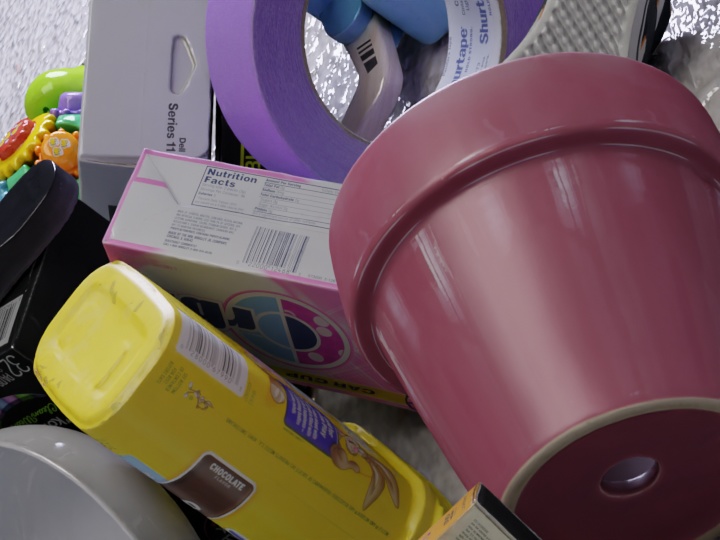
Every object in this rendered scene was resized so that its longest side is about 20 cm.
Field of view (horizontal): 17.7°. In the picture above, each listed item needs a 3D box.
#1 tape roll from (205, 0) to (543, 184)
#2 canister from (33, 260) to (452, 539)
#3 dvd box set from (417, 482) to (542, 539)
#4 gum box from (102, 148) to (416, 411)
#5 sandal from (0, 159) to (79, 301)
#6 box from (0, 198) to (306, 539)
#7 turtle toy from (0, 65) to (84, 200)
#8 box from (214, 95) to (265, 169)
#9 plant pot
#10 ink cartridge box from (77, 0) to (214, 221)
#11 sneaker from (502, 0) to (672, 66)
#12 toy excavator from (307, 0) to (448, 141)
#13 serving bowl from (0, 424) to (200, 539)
[{"bbox_3d":[0.012,-0.139,1.367,0.200,0.200,0.066,-58,27,-12],"label":"tape roll"},{"bbox_3d":[-0.063,0.089,1.209,0.087,0.200,0.149,-52,27,-1],"label":"canister"},{"bbox_3d":[0.032,0.207,0.984,0.200,0.146,0.029,-46,5,15],"label":"dvd box set"},{"bbox_3d":[-0.036,0.007,1.250,0.200,0.114,0.066,12,59,17],"label":"gum box"},{"bbox_3d":[-0.236,0.016,1.299,0.200,0.043,0.076,-54,27,-2],"label":"sandal"},{"bbox_3d":[-0.156,0.078,1.369,0.149,0.200,0.124,-28,36,38],"label":"box"},{"bbox_3d":[-0.226,-0.084,1.781,0.146,0.101,0.200,-38,22,26],"label":"turtle toy"},{"bbox_3d":[-0.074,-0.124,1.535,0.200,0.047,0.193,-95,9,-52],"label":"box"},{"bbox_3d":[0.099,0.032,1.058,0.200,0.200,0.179,-39,45,24],"label":"plant pot"},{"bbox_3d":[-0.139,-0.085,1.526,0.200,0.083,0.147,101,171,-63],"label":"ink cartridge box"},{"bbox_3d":[0.128,-0.122,1.310,0.200,0.078,0.079,-66,-16,1],"label":"sneaker"},{"bbox_3d":[0.011,-0.164,1.532,0.194,0.100,0.200,-44,37,19],"label":"toy excavator"},{"bbox_3d":[-0.146,0.167,1.289,0.200,0.200,0.066,-18,13,49],"label":"serving bowl"}]
